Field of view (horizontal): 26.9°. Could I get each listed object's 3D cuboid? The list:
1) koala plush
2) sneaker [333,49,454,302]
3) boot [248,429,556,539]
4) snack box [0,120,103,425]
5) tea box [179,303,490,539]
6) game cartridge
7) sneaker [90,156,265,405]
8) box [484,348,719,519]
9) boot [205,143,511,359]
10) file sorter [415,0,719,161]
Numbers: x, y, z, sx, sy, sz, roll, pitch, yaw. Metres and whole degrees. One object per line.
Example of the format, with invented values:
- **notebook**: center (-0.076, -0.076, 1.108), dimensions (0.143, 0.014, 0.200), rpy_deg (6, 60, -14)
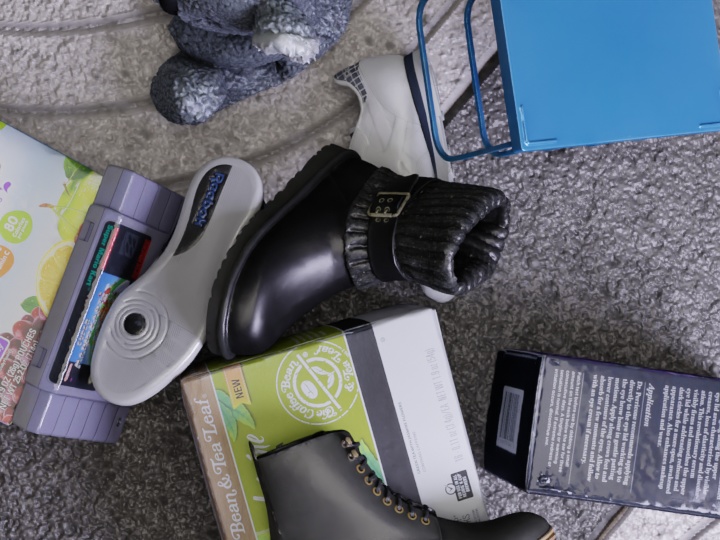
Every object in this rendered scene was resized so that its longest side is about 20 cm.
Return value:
- **koala plush**: center (-0.083, -0.217, 1.102), dimensions (0.183, 0.200, 0.178), rpy_deg (-18, 91, -7)
- **sneaker**: center (0.035, -0.071, 1.188), dimensions (0.080, 0.076, 0.201), rpy_deg (-11, 87, 5)
- **boot**: center (0.028, 0.162, 1.045), dimensions (0.199, 0.077, 0.139), rpy_deg (-15, 89, -8)
- **snack box**: center (-0.291, -0.010, 1.140), dimensions (0.168, 0.068, 0.201), rpy_deg (29, 84, -7)
- **tea box**: center (-0.019, 0.146, 1.140), dimensions (0.196, 0.134, 0.201), rpy_deg (-17, 92, -6)
- **game cartridge**: center (-0.185, 0.030, 1.124), dimensions (0.038, 0.130, 0.201), rpy_deg (19, 87, 16)
- **sneaker**: center (-0.123, 0.021, 1.129), dimensions (0.073, 0.112, 0.200), rpy_deg (28, 79, 12)
- **box**: center (0.211, 0.126, 1.164), dimensions (0.199, 0.148, 0.105), rpy_deg (8, 88, -8)
- **boot**: center (0.000, -0.002, 1.080), dimensions (0.157, 0.080, 0.211), rpy_deg (21, 58, 25)
- **file sorter**: center (0.157, -0.159, 1.139), dimensions (0.199, 0.123, 0.139), rpy_deg (-8, 90, -31)
